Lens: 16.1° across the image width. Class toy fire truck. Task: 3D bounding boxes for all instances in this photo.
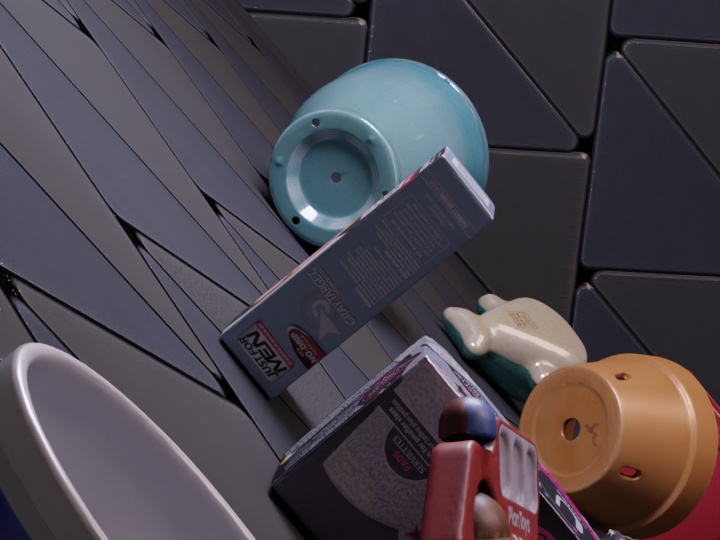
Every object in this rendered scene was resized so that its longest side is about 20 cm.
[{"bbox_3d":[0.067,0.162,1.432,0.200,0.111,0.169,37,49,-68],"label":"toy fire truck"}]

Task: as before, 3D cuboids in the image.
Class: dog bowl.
[{"bbox_3d":[-0.094,0.129,0.977,0.200,0.079,0.200,49,7,-8],"label":"dog bowl"}]

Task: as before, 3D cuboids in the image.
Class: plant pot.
[{"bbox_3d":[0.262,0.179,2.727,0.140,0.200,0.200,17,30,-48],"label":"plant pot"},{"bbox_3d":[0.004,-0.098,2.492,0.200,0.200,0.188,51,22,5],"label":"plant pot"}]

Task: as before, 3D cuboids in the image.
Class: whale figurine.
[{"bbox_3d":[0.171,0.097,2.996,0.199,0.104,0.159,8,36,-43],"label":"whale figurine"}]

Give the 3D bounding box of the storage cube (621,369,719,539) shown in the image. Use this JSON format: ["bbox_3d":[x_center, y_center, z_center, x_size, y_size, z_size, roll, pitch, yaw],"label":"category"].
[{"bbox_3d":[0.408,0.259,3.243,0.200,0.179,0.171,51,6,-1],"label":"storage cube"}]

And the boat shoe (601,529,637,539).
[{"bbox_3d":[0.265,0.298,2.572,0.074,0.060,0.200,52,6,22],"label":"boat shoe"}]

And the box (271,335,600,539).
[{"bbox_3d":[0.058,0.160,1.600,0.200,0.132,0.115,50,5,-3],"label":"box"}]

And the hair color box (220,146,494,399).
[{"bbox_3d":[0.000,0.000,1.791,0.061,0.200,0.099,50,7,-2],"label":"hair color box"}]
